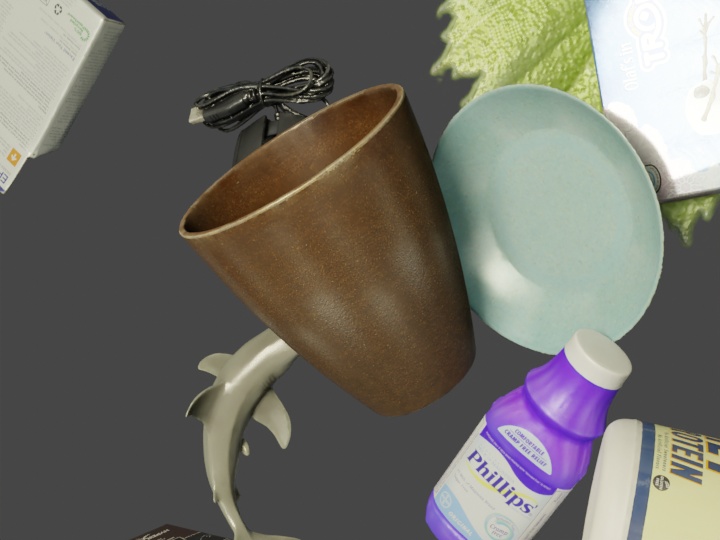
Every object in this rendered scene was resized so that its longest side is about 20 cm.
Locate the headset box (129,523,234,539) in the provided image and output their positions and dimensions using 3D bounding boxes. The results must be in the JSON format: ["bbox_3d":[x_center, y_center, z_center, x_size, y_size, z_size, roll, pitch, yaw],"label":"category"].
[{"bbox_3d":[-0.110,0.317,0.876,0.198,0.075,0.151,6,94,24],"label":"headset box"}]

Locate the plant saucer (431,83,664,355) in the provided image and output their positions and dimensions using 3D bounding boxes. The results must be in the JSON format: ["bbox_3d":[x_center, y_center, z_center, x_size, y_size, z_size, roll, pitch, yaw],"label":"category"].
[{"bbox_3d":[0.138,-0.039,0.747,0.200,0.039,0.203,21,123,37],"label":"plant saucer"}]

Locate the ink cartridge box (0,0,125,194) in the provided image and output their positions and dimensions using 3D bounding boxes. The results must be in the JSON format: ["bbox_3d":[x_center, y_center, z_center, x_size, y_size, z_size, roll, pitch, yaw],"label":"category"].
[{"bbox_3d":[-0.344,-0.211,0.984,0.199,0.041,0.201,42,108,17],"label":"ink cartridge box"}]

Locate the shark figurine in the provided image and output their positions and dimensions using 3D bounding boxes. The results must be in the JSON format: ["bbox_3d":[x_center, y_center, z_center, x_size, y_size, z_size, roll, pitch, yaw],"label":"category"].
[{"bbox_3d":[-0.114,0.142,0.856,0.127,0.089,0.217,5,84,27],"label":"shark figurine"}]

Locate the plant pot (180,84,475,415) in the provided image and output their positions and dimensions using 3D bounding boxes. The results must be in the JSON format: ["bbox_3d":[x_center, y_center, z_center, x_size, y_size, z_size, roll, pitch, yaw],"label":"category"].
[{"bbox_3d":[0.000,0.000,0.751,0.185,0.187,0.201,-25,111,23],"label":"plant pot"}]

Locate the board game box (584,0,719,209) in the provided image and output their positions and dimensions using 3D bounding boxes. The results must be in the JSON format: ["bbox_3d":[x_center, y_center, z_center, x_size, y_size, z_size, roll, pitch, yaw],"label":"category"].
[{"bbox_3d":[0.263,-0.159,0.706,0.197,0.043,0.203,-11,88,26],"label":"board game box"}]

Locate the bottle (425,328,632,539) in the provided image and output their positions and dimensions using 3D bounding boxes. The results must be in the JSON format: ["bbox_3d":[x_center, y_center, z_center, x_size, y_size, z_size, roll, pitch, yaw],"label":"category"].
[{"bbox_3d":[0.124,0.132,0.747,0.083,0.065,0.201,40,120,17],"label":"bottle"}]

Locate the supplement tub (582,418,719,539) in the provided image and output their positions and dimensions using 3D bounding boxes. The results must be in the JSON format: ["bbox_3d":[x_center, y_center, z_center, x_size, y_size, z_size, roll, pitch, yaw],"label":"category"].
[{"bbox_3d":[0.247,0.187,0.661,0.197,0.145,0.147,11,96,13],"label":"supplement tub"}]

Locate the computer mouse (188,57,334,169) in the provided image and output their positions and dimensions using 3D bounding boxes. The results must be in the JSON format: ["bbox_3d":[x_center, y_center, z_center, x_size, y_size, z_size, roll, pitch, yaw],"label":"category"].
[{"bbox_3d":[-0.077,-0.071,0.860,0.137,0.053,0.203,-11,87,24],"label":"computer mouse"}]
